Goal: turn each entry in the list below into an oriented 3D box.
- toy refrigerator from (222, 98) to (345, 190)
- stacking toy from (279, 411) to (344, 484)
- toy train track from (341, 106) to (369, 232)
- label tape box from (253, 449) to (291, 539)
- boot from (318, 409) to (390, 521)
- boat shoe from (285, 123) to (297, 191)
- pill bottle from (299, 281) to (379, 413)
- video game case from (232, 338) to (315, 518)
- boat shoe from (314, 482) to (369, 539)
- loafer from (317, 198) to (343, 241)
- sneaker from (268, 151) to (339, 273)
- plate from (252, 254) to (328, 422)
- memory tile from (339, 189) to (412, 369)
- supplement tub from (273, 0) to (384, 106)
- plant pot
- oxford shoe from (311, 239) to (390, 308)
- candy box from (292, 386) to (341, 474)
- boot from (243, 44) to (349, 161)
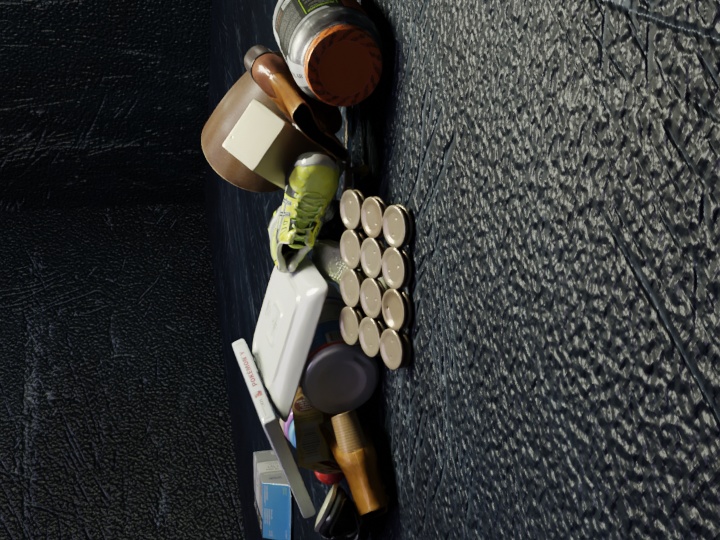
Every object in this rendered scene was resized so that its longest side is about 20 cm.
[{"bbox_3d":[-0.100,-0.156,1.410,0.070,0.076,0.199,38,-174,25],"label":"toy refrigerator"},{"bbox_3d":[-0.073,0.288,1.722,0.200,0.084,0.087,-130,38,-63],"label":"stacking toy"},{"bbox_3d":[-0.006,-0.153,1.423,0.115,0.032,0.204,119,152,-79],"label":"toy train track"},{"bbox_3d":[-0.199,0.519,2.358,0.200,0.065,0.146,-120,29,-66],"label":"label tape box"},{"bbox_3d":[-0.006,0.272,1.447,0.201,0.070,0.146,100,153,-80],"label":"boot"},{"bbox_3d":[-0.088,-0.140,1.655,0.075,0.084,0.206,-169,76,-77],"label":"boat shoe"},{"bbox_3d":[-0.047,0.100,1.477,0.201,0.110,0.114,-113,24,-58],"label":"pill bottle"},{"bbox_3d":[-0.124,0.224,1.484,0.183,0.023,0.202,-122,12,-52],"label":"video game case"},{"bbox_3d":[-0.021,0.342,1.442,0.201,0.067,0.073,78,-144,-68],"label":"boat shoe"},{"bbox_3d":[-0.046,-0.062,1.532,0.071,0.068,0.201,57,178,-7],"label":"loafer"},{"bbox_3d":[-0.070,-0.074,1.372,0.201,0.074,0.077,113,157,-50],"label":"sneaker"},{"bbox_3d":[-0.108,0.076,1.450,0.200,0.032,0.203,-128,52,-64],"label":"plate"},{"bbox_3d":[0.018,0.009,1.285,0.153,0.017,0.204,23,115,56],"label":"memory tile"},{"bbox_3d":[-0.040,-0.290,1.328,0.201,0.120,0.124,-113,23,-58],"label":"supplement tub"},{"bbox_3d":[-0.158,-0.271,1.793,0.201,0.184,0.189,125,143,-47],"label":"plant pot"},{"bbox_3d":[0.000,0.000,1.384,0.199,0.057,0.077,28,116,58],"label":"oxford shoe"},{"bbox_3d":[-0.064,0.203,1.602,0.115,0.054,0.204,42,-142,-66],"label":"candy box"},{"bbox_3d":[-0.055,-0.205,1.383,0.188,0.068,0.200,46,-177,-42],"label":"boot"}]
